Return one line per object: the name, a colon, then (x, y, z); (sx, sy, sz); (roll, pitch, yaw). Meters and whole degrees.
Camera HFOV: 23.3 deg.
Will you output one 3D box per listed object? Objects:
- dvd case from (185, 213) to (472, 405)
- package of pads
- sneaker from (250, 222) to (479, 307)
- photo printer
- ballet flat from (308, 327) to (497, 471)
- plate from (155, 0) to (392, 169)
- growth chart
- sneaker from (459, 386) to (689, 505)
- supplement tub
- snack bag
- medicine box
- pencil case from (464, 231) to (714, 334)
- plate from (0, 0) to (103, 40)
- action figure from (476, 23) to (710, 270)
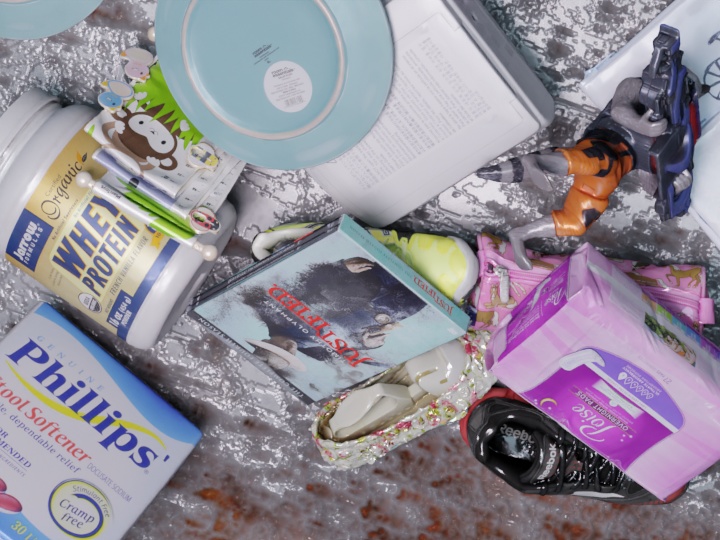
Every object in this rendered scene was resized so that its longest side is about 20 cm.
dvd case: (-0.029, 0.037, 1.411); (0.146, 0.022, 0.199); (39, 139, -25)
package of pads: (0.206, 0.083, 1.352); (0.199, 0.076, 0.120); (36, 124, -15)
sneaker: (0.000, 0.000, 1.413); (0.198, 0.076, 0.076); (1, 83, 28)
photo printer: (0.030, -0.135, 1.390); (0.199, 0.070, 0.167); (-32, 108, 30)
ballet flat: (0.041, 0.103, 1.458); (0.199, 0.064, 0.076); (-37, 55, 14)
plate: (-0.072, -0.170, 1.344); (0.198, 0.026, 0.202); (8, 115, 17)
growth chart: (-0.151, -0.108, 1.405); (0.144, 0.201, 0.018); (26, 139, -6)
sneaker: (0.175, 0.156, 1.438); (0.199, 0.098, 0.071); (17, 102, 4)
supplement tub: (-0.217, -0.045, 1.435); (0.199, 0.144, 0.145); (34, 105, 1)
snack bag: (0.305, -0.140, 1.395); (0.188, 0.021, 0.200); (-41, 93, 15)
medicine box: (-0.265, 0.162, 1.443); (0.182, 0.200, 0.103); (39, 139, -1)
pencil case: (0.185, 0.021, 1.412); (0.198, 0.087, 0.083); (9, 120, 5)
plate: (-0.290, -0.293, 1.457); (0.198, 0.026, 0.202); (2, 102, 8)
action figure: (0.191, -0.111, 1.334); (0.104, 0.193, 0.201); (38, 151, 35)
